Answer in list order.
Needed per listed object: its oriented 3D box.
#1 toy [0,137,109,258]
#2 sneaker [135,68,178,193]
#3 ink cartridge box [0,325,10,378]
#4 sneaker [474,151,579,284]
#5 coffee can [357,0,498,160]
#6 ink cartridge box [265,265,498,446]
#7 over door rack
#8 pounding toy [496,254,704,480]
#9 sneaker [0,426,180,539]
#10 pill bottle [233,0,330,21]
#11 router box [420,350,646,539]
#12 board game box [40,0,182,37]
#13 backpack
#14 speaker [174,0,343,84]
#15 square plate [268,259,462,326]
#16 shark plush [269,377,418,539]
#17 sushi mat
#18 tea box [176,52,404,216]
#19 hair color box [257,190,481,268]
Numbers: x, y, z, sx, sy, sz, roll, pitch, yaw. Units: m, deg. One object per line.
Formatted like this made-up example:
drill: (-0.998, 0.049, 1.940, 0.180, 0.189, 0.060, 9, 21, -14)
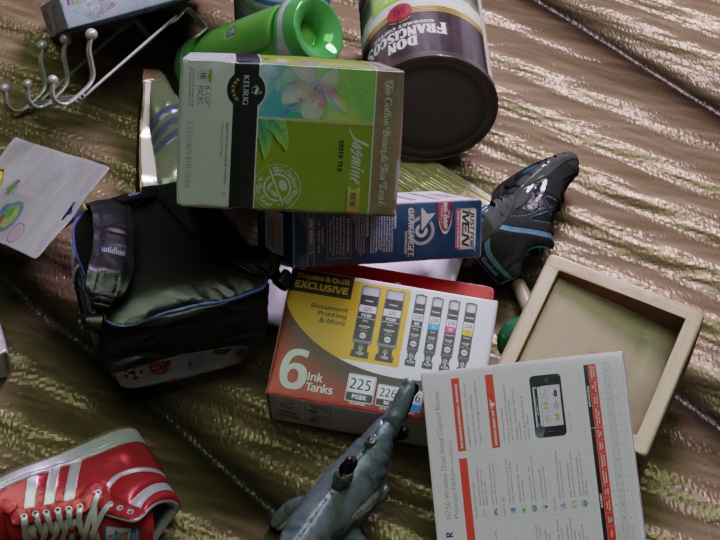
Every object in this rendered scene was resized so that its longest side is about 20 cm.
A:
toy: (-0.330, -0.067, 1.489, 0.200, 0.047, 0.115, 20, 69, 45)
sneaker: (-0.198, -0.136, 1.593, 0.090, 0.067, 0.200, 4, 50, -12)
ink cartridge box: (-0.455, 0.055, 1.418, 0.200, 0.057, 0.163, -11, 52, -20)
sneaker: (0.176, -0.058, 1.552, 0.200, 0.073, 0.082, -39, 97, -38)
coffee can: (0.072, -0.243, 1.640, 0.146, 0.147, 0.200, 1, 46, -4)
ink cartridge box: (0.024, 0.065, 1.397, 0.200, 0.084, 0.176, 9, 67, 3)
over door rack: (-0.292, -0.244, 1.622, 0.200, 0.067, 0.148, -35, 21, -28)
pounding toy: (0.207, 0.087, 1.409, 0.200, 0.142, 0.184, 22, 65, 15)
sneaker: (-0.254, 0.221, 1.280, 0.200, 0.071, 0.112, -26, 54, -27)
pill bottle: (-0.088, -0.319, 1.662, 0.112, 0.200, 0.112, 3, 50, -3)
router box: (0.152, 0.178, 1.277, 0.179, 0.049, 0.200, -6, 81, 10)
board game box: (-0.253, -0.312, 1.660, 0.199, 0.043, 0.200, -17, 11, -15)
backpack: (-0.189, 0.008, 1.410, 0.200, 0.154, 0.191, -9, 47, -21)
speaker: (-0.114, -0.239, 1.604, 0.200, 0.089, 0.089, -10, 35, 43)
square plate: (0.000, 0.000, 1.509, 0.200, 0.028, 0.198, 14, 55, 7)
shark plush: (-0.002, 0.189, 1.287, 0.200, 0.083, 0.091, -43, 67, -6)
sushi mat: (0.062, -0.089, 1.604, 0.200, 0.012, 0.096, 34, 55, 22)
tea box: (-0.068, -0.130, 1.350, 0.196, 0.134, 0.200, 2, 10, -5)
hair color box: (0.009, -0.041, 1.428, 0.200, 0.061, 0.100, -4, 10, -23)
